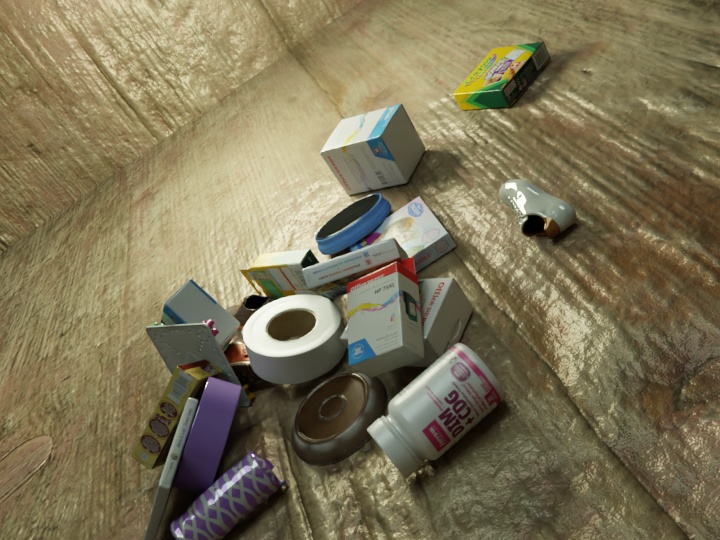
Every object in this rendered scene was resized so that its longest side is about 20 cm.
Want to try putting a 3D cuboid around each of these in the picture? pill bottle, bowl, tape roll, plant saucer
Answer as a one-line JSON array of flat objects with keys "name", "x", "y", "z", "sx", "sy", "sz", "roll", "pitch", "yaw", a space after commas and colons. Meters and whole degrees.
[{"name": "pill bottle", "x": 0.114, "y": 0.216, "z": 1.150, "sx": 0.200, "sy": 0.114, "sz": 0.113, "roll": -40, "pitch": 31, "yaw": -7}, {"name": "bowl", "x": -0.021, "y": -0.111, "z": 1.748, "sx": 0.200, "sy": 0.040, "sz": 0.201, "roll": -32, "pitch": 17, "yaw": 11}, {"name": "tape roll", "x": -0.275, "y": 0.298, "z": 1.352, "sx": 0.200, "sy": 0.065, "sz": 0.202, "roll": -163, "pitch": 90, "yaw": -83}, {"name": "plant saucer", "x": -0.046, "y": 0.253, "z": 1.336, "sx": 0.199, "sy": 0.032, "sz": 0.201, "roll": -24, "pitch": 33, "yaw": 16}, {"name": "tape roll", "x": -0.130, "y": 0.133, "z": 1.477, "sx": 0.200, "sy": 0.071, "sz": 0.203, "roll": -8, "pitch": 33, "yaw": 5}]

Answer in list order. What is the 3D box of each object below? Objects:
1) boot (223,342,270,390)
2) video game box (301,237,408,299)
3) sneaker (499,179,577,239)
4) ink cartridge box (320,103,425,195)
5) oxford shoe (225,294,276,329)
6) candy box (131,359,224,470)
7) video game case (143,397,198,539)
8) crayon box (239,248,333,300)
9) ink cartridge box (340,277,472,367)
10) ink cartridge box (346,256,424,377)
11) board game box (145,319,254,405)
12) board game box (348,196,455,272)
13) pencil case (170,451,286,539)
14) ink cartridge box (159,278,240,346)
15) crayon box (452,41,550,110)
[{"name": "boot", "x": -0.238, "y": 0.190, "z": 1.568, "sx": 0.199, "sy": 0.075, "sz": 0.107, "roll": -6, "pitch": 37, "yaw": 41}, {"name": "video game box", "x": 0.000, "y": 0.000, "z": 1.433, "sx": 0.181, "sy": 0.047, "sz": 0.200, "roll": -22, "pitch": -10, "yaw": 8}, {"name": "sneaker", "x": 0.317, "y": -0.116, "z": 1.440, "sx": 0.084, "sy": 0.073, "sz": 0.200, "roll": -38, "pitch": 33, "yaw": -10}, {"name": "ink cartridge box", "x": 0.032, "y": -0.305, "z": 1.897, "sx": 0.199, "sy": 0.148, "sz": 0.145, "roll": -6, "pitch": 41, "yaw": 38}, {"name": "oxford shoe", "x": -0.253, "y": 0.085, "z": 1.718, "sx": 0.199, "sy": 0.073, "sz": 0.072, "roll": -8, "pitch": 41, "yaw": 38}, {"name": "candy box", "x": -0.351, "y": 0.275, "z": 1.444, "sx": 0.201, "sy": 0.056, "sz": 0.117, "roll": -63, "pitch": -13, "yaw": 6}, {"name": "video game case", "x": -0.336, "y": 0.356, "z": 1.325, "sx": 0.183, "sy": 0.023, "sz": 0.201, "roll": -82, "pitch": 13, "yaw": -49}, {"name": "crayon box", "x": -0.160, "y": 0.019, "z": 1.665, "sx": 0.199, "sy": 0.126, "sz": 0.052, "roll": -5, "pitch": 42, "yaw": 40}, {"name": "ink cartridge box", "x": 0.084, "y": 0.094, "z": 1.368, "sx": 0.199, "sy": 0.084, "sz": 0.145, "roll": -4, "pitch": 45, "yaw": 41}, {"name": "ink cartridge box", "x": 0.039, "y": 0.067, "z": 1.287, "sx": 0.116, "sy": 0.067, "sz": 0.202, "roll": -25, "pitch": 52, "yaw": 31}, {"name": "board game box", "x": -0.329, "y": 0.189, "z": 1.535, "sx": 0.199, "sy": 0.201, "sz": 0.026, "roll": -6, "pitch": 28, "yaw": 39}, {"name": "board game box", "x": 0.083, "y": -0.054, "z": 1.613, "sx": 0.199, "sy": 0.041, "sz": 0.200, "roll": -34, "pitch": 31, "yaw": 3}, {"name": "pencil case", "x": -0.228, "y": 0.394, "z": 1.271, "sx": 0.200, "sy": 0.084, "sz": 0.085, "roll": -39, "pitch": 5, "yaw": -7}, {"name": "ink cartridge box", "x": -0.351, "y": 0.122, "z": 1.615, "sx": 0.084, "sy": 0.145, "sz": 0.200, "roll": -49, "pitch": 1, "yaw": -26}, {"name": "crayon box", "x": 0.362, "y": -0.501, "z": 1.927, "sx": 0.172, "sy": 0.058, "sz": 0.200, "roll": 12, "pitch": 55, "yaw": 51}]
